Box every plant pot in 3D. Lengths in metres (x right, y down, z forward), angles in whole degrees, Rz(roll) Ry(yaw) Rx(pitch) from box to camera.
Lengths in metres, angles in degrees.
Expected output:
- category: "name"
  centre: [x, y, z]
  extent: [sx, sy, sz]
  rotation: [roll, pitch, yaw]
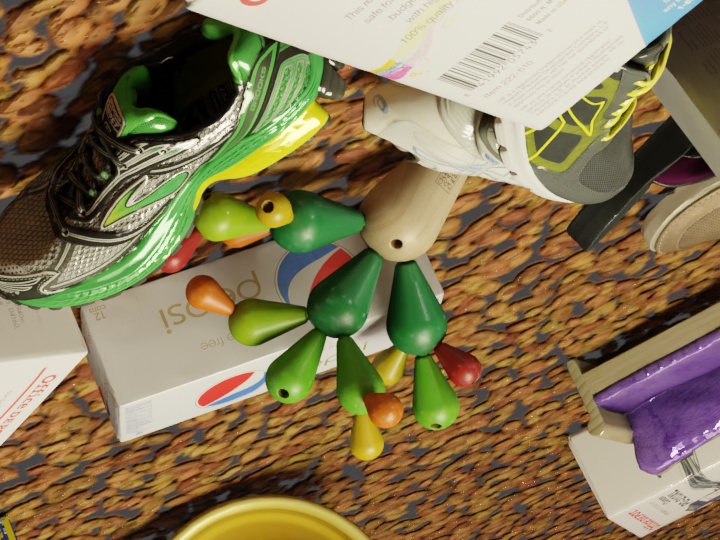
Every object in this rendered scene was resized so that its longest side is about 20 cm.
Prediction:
- category: "plant pot"
  centre: [-0.069, 0.270, 1.875]
  extent: [0.201, 0.201, 0.189]
  rotation: [-22, 177, -4]

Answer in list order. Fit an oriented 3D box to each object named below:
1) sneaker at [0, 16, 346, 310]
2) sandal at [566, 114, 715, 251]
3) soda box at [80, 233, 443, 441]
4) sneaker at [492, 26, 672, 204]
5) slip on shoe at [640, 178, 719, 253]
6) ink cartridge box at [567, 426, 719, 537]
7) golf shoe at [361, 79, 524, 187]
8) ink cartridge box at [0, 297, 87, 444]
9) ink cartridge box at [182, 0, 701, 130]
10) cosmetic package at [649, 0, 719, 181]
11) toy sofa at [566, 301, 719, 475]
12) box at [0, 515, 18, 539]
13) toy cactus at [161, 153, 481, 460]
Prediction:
- category: "sneaker"
  centre: [-0.107, -0.058, 1.136]
  extent: [0.200, 0.078, 0.085]
  rotation: [-40, 150, 17]
- category: "sandal"
  centre: [0.194, -0.072, 1.369]
  extent: [0.200, 0.048, 0.075]
  rotation: [-44, 173, -21]
- category: "soda box"
  centre: [-0.057, 0.028, 1.406]
  extent: [0.200, 0.068, 0.064]
  rotation: [-19, 160, -13]
- category: "sneaker"
  centre: [0.107, -0.094, 1.150]
  extent: [0.085, 0.075, 0.200]
  rotation: [13, 151, 28]
- category: "slip on shoe"
  centre: [0.283, -0.052, 1.602]
  extent: [0.200, 0.061, 0.076]
  rotation: [-24, 161, 2]
- category: "ink cartridge box"
  centre: [0.295, 0.144, 2.096]
  extent: [0.200, 0.084, 0.145]
  rotation: [-28, 160, 11]
- category: "golf shoe"
  centre: [0.068, -0.081, 1.299]
  extent: [0.097, 0.078, 0.200]
  rotation: [-1, 172, 22]
- category: "ink cartridge box"
  centre: [-0.224, 0.047, 1.265]
  extent: [0.200, 0.067, 0.116]
  rotation: [-6, 154, -41]
- category: "ink cartridge box"
  centre: [0.039, -0.148, 0.971]
  extent: [0.200, 0.085, 0.145]
  rotation: [14, 139, -41]
- category: "cosmetic package"
  centre: [0.196, -0.091, 1.207]
  extent: [0.082, 0.200, 0.051]
  rotation: [-21, 123, -1]
- category: "toy sofa"
  centre: [0.267, 0.072, 1.858]
  extent: [0.200, 0.098, 0.083]
  rotation: [-29, 160, 19]
- category: "box"
  centre: [-0.264, 0.239, 1.732]
  extent: [0.070, 0.064, 0.200]
  rotation: [-20, 160, -11]
- category: "toy cactus"
  centre: [0.000, 0.000, 1.329]
  extent: [0.165, 0.200, 0.102]
  rotation: [-54, -166, -9]
